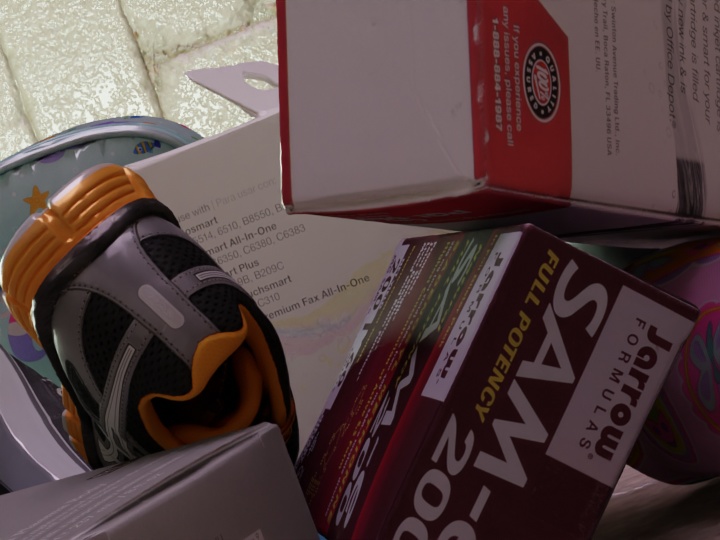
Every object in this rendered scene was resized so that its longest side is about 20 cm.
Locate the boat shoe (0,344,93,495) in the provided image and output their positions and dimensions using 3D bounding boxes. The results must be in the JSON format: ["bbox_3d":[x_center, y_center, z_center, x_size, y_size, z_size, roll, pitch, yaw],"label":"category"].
[{"bbox_3d":[-0.116,0.079,0.864,0.066,0.070,0.200,14,17,-47],"label":"boat shoe"}]

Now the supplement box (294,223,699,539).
[{"bbox_3d":[0.033,0.047,0.722,0.109,0.061,0.200,-65,9,-5],"label":"supplement box"}]

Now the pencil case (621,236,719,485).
[{"bbox_3d":[0.153,0.022,0.702,0.087,0.088,0.200,-22,4,-31],"label":"pencil case"}]

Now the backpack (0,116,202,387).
[{"bbox_3d":[-0.120,0.028,1.121,0.176,0.201,0.151,-19,3,4],"label":"backpack"}]

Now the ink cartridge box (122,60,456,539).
[{"bbox_3d":[0.000,0.000,0.943,0.125,0.201,0.129,-20,3,15],"label":"ink cartridge box"}]

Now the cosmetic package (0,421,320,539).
[{"bbox_3d":[-0.112,0.118,0.701,0.199,0.091,0.107,-15,8,34],"label":"cosmetic package"}]

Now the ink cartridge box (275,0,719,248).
[{"bbox_3d":[0.065,-0.085,0.747,0.082,0.148,0.199,-6,-7,39],"label":"ink cartridge box"}]

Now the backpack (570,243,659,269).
[{"bbox_3d":[0.131,-0.047,1.091,0.150,0.178,0.200,-23,-5,-13],"label":"backpack"}]

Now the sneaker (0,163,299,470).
[{"bbox_3d":[-0.056,0.044,0.758,0.078,0.077,0.200,-47,-27,-8],"label":"sneaker"}]
